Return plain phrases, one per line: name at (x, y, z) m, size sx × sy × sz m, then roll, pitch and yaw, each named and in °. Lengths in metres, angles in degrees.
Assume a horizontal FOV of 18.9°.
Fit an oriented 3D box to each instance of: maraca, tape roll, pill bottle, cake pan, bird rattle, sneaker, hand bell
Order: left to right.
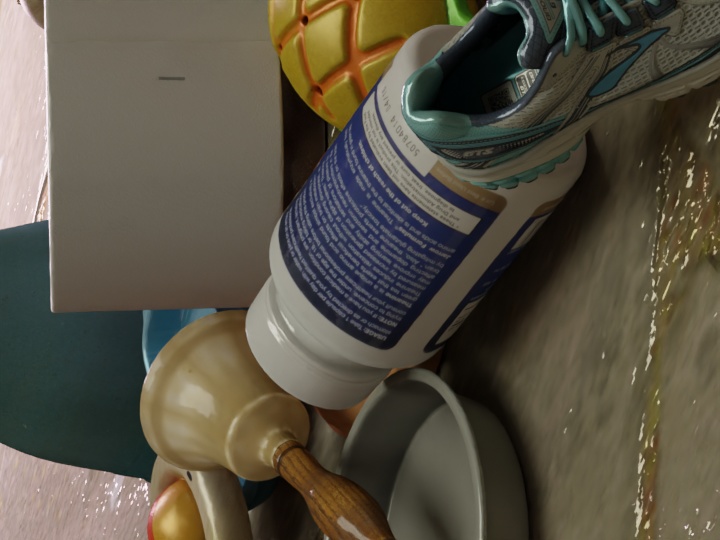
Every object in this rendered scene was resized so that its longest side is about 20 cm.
tape roll at (-0.124, -0.076, 1.330) m, size 0.203 × 0.138 × 0.205 m, roll 179°, pitch 90°, yaw -81°
bird rattle at (-0.094, 0.187, 1.371) m, size 0.200 × 0.112 × 0.165 m, roll 140°, pitch 122°, yaw -72°
hand bell at (-0.035, 0.108, 1.213) m, size 0.200 × 0.103 × 0.105 m, roll 36°, pitch 116°, yaw 51°
maraca at (0.019, -0.128, 1.205) m, size 0.200 × 0.106 × 0.138 m, roll 49°, pitch 133°, yaw 34°
pill bottle at (0.021, -0.021, 1.125) m, size 0.200 × 0.110 × 0.112 m, roll -53°, pitch 37°, yaw 36°
cake pan at (0.034, 0.154, 1.162) m, size 0.200 × 0.036 × 0.202 m, roll -172°, pitch 90°, yaw -66°
sneaker at (0.103, -0.106, 0.949) m, size 0.200 × 0.086 × 0.078 m, roll -38°, pitch 63°, yaw 20°

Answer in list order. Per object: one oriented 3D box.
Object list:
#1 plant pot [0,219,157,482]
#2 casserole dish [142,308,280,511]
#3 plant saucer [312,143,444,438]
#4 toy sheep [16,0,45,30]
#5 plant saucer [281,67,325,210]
plant pot at (-0.226, 0.049, 1.601) m, size 0.200 × 0.186 × 0.202 m, roll -172°, pitch 90°, yaw -67°
casserole dish at (-0.092, 0.072, 1.434) m, size 0.201 × 0.038 × 0.122 m, roll 57°, pitch 141°, yaw 40°
plant saucer at (0.000, 0.000, 1.287) m, size 0.200 × 0.037 × 0.202 m, roll -173°, pitch 90°, yaw -66°
toy sheep at (-0.152, -0.211, 1.448) m, size 0.137 × 0.199 × 0.139 m, roll 22°, pitch 126°, yaw 34°
plant saucer at (-0.077, -0.057, 1.487) m, size 0.200 × 0.032 × 0.202 m, roll 151°, pitch 122°, yaw -60°
